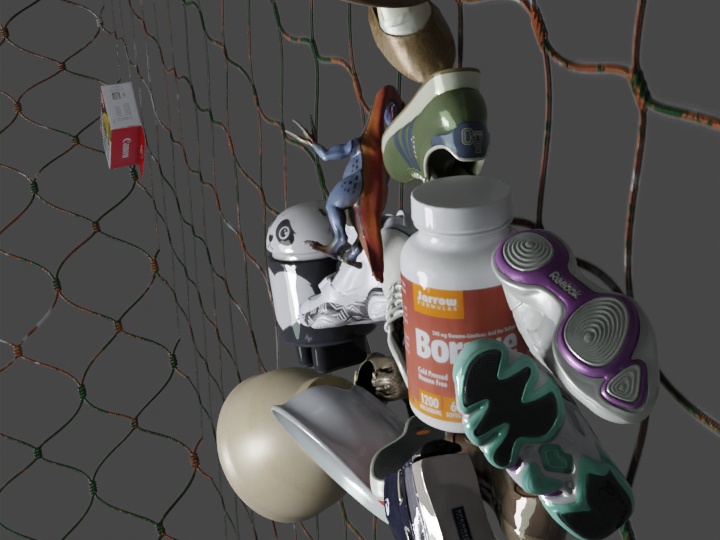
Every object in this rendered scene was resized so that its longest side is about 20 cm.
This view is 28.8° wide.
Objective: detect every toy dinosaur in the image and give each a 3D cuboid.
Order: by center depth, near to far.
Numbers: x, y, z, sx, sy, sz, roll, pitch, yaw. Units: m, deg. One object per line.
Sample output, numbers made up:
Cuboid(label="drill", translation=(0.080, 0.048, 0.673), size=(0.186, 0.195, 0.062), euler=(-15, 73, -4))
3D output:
Cuboid(label="toy dinosaur", translation=(0.017, -0.092, 1.394), size=(0.200, 0.105, 0.182), euler=(28, 93, 43))

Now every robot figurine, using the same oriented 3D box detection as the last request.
Cuboid(label="robot figurine", translation=(-0.047, 0.018, 1.664), size=(0.125, 0.150, 0.201), euler=(-35, -60, -64))

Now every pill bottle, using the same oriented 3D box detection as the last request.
Cuboid(label="pill bottle", translation=(0.091, 0.027, 1.192), size=(0.112, 0.112, 0.201), euler=(-133, 35, -63))

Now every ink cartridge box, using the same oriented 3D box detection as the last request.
Cuboid(label="ink cartridge box", translation=(-0.602, -0.346, 3.541), size=(0.200, 0.084, 0.176), euler=(111, 145, -62))

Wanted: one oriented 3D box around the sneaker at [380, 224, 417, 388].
Cuboid(label="sneaker", translation=(0.055, 0.042, 1.377), size=(0.073, 0.071, 0.201), euler=(-36, 67, 30))

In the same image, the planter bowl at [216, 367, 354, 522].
Cuboid(label="planter bowl", translation=(-0.066, 0.210, 1.793), size=(0.135, 0.200, 0.201), euler=(-30, 70, 47))

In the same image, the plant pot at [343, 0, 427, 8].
Cuboid(label="plant pot", translation=(0.003, -0.343, 1.174), size=(0.175, 0.200, 0.201), euler=(-65, 34, 34))

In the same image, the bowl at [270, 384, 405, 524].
Cuboid(label="bowl", translation=(-0.002, 0.196, 1.621), size=(0.201, 0.090, 0.201), euler=(41, 168, 10))

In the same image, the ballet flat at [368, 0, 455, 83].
Cuboid(label="ballet flat", translation=(0.033, -0.256, 1.290), size=(0.072, 0.068, 0.200), euler=(63, -172, -50))

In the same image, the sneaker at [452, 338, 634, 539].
Cuboid(label="sneaker", translation=(0.125, 0.110, 1.090), size=(0.200, 0.078, 0.140), euler=(53, -175, -24))

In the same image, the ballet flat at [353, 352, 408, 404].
Cuboid(label="ballet flat", translation=(0.018, 0.132, 1.659), size=(0.200, 0.046, 0.068), euler=(163, 97, -75))

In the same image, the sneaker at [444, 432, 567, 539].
Cuboid(label="sneaker", translation=(0.136, 0.175, 1.253), size=(0.200, 0.070, 0.076), euler=(-137, 57, -60))

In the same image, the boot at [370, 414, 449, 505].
Cuboid(label="boot", translation=(0.068, 0.234, 1.390), size=(0.200, 0.072, 0.145), euler=(-30, -68, -70))

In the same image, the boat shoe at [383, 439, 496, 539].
Cuboid(label="boat shoe", translation=(0.075, 0.255, 1.231), size=(0.093, 0.074, 0.201), euler=(141, 122, -59))

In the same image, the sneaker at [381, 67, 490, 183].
Cuboid(label="sneaker", translation=(0.068, -0.101, 1.270), size=(0.200, 0.067, 0.090), euler=(125, 137, -66))

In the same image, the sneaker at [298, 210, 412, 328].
Cuboid(label="sneaker", translation=(0.000, 0.000, 1.519), size=(0.200, 0.075, 0.115), euler=(-10, 85, 51))

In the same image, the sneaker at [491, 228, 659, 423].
Cuboid(label="sneaker", translation=(0.168, 0.051, 1.045), size=(0.200, 0.075, 0.100), euler=(61, 176, 49))
